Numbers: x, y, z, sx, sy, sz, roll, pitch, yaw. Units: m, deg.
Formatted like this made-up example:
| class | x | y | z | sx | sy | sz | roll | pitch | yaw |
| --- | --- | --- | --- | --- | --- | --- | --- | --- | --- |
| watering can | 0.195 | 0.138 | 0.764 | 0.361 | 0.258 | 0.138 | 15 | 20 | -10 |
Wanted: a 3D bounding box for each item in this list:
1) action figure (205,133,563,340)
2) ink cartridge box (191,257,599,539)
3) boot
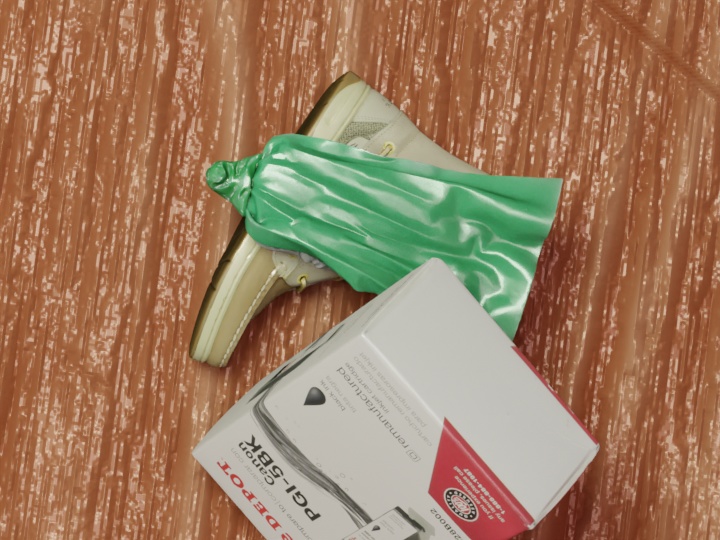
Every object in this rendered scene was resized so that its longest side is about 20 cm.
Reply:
| class | x | y | z | sx | sy | sz | roll | pitch | yaw |
| --- | --- | --- | --- | --- | --- | --- | --- | --- | --- |
| action figure | 0.006 | -0.028 | 1.323 | 0.200 | 0.055 | 0.118 | 19 | 81 | -4 |
| ink cartridge box | 0.016 | 0.104 | 1.306 | 0.147 | 0.200 | 0.083 | 49 | 49 | -3 |
| boot | 0.000 | 0.000 | 1.383 | 0.155 | 0.072 | 0.200 | 33 | 83 | -9 |
